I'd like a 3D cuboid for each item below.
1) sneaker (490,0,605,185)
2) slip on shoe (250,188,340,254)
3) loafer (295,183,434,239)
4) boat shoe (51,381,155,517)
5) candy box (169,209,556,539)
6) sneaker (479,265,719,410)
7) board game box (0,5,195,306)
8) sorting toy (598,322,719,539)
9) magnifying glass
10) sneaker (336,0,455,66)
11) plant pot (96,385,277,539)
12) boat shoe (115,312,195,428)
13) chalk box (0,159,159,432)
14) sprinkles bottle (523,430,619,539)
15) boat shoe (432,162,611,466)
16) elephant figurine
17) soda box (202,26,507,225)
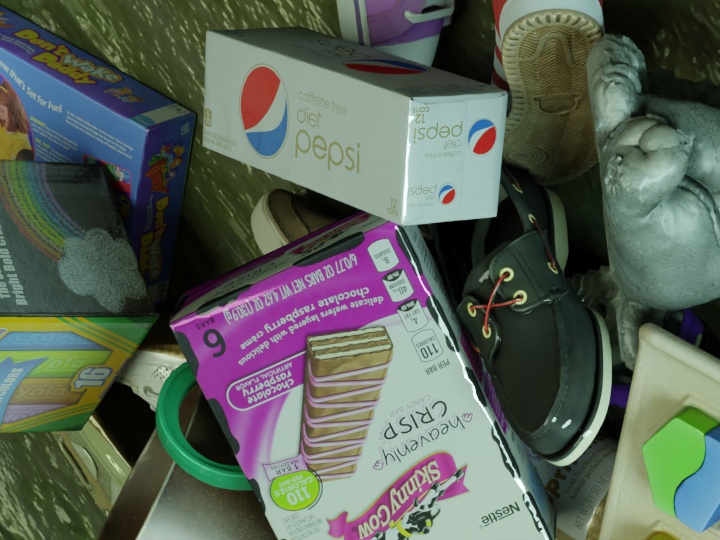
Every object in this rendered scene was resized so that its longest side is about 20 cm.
[{"bbox_3d":[0.095,-0.130,1.470,0.200,0.071,0.113,95,174,-65],"label":"sneaker"},{"bbox_3d":[0.000,0.000,1.584,0.061,0.076,0.200,-55,33,13],"label":"slip on shoe"},{"bbox_3d":[-0.014,-0.071,1.589,0.199,0.063,0.072,20,147,34],"label":"loafer"},{"bbox_3d":[-0.192,0.072,1.806,0.201,0.073,0.063,52,127,6],"label":"boat shoe"},{"bbox_3d":[0.003,0.080,1.479,0.136,0.061,0.201,-25,103,10],"label":"candy box"},{"bbox_3d":[0.127,0.044,1.510,0.200,0.099,0.070,9,69,62],"label":"sneaker"},{"bbox_3d":[-0.199,-0.074,1.777,0.199,0.045,0.135,30,123,31],"label":"board game box"},{"bbox_3d":[0.191,0.145,1.351,0.185,0.036,0.201,29,130,32],"label":"sorting toy"},{"bbox_3d":[-0.019,0.104,1.548,0.199,0.080,0.022,20,144,5],"label":"magnifying glass"},{"bbox_3d":[0.052,-0.181,1.501,0.114,0.072,0.202,21,118,32],"label":"sneaker"},{"bbox_3d":[-0.048,0.186,1.638,0.199,0.187,0.187,28,129,-9],"label":"plant pot"},{"bbox_3d":[-0.104,0.071,1.726,0.199,0.071,0.070,10,112,38],"label":"boat shoe"},{"bbox_3d":[-0.245,0.016,1.663,0.124,0.199,0.125,-53,48,40],"label":"chalk box"},{"bbox_3d":[0.107,0.111,1.555,0.199,0.068,0.069,31,123,30],"label":"sprinkles bottle"},{"bbox_3d":[0.079,0.019,1.438,0.074,0.063,0.202,-46,34,27],"label":"boat shoe"},{"bbox_3d":[0.214,-0.059,1.356,0.156,0.198,0.142,76,-172,-57],"label":"elephant figurine"},{"bbox_3d":[-0.008,-0.079,1.477,0.200,0.063,0.069,23,114,53],"label":"soda box"}]
